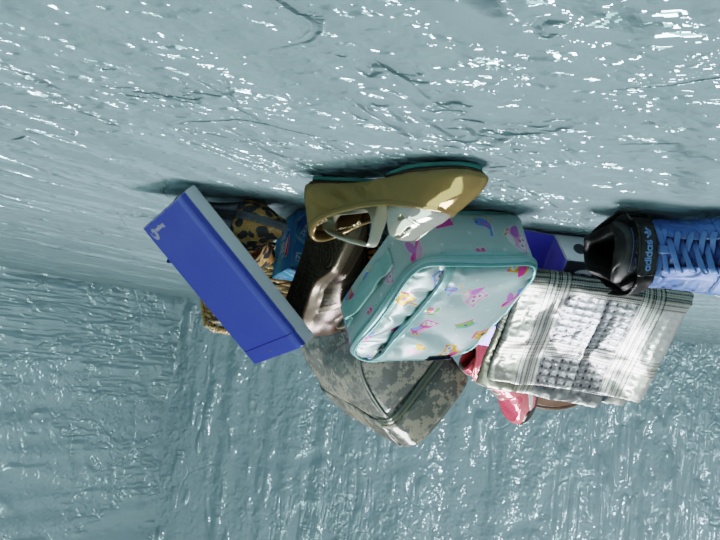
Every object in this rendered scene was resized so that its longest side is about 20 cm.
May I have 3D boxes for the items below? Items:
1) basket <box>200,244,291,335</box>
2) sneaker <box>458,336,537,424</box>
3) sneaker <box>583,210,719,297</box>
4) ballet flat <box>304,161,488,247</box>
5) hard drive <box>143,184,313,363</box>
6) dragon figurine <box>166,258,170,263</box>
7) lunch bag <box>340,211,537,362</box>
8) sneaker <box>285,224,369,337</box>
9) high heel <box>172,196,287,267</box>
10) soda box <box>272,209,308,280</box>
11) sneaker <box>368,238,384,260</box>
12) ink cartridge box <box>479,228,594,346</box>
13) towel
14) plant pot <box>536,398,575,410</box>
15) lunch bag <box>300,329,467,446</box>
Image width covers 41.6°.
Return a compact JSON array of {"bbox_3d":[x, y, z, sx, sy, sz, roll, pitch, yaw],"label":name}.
[{"bbox_3d":[-0.151,0.036,1.494,0.199,0.150,0.143,7,175,-17],"label":"basket"},{"bbox_3d":[0.164,0.120,1.206,0.086,0.201,0.074,-25,-151,-15],"label":"sneaker"},{"bbox_3d":[0.277,-0.012,0.817,0.111,0.077,0.200,-1,-174,-28],"label":"sneaker"},{"bbox_3d":[0.026,-0.050,0.788,0.068,0.063,0.199,10,173,-40],"label":"ballet flat"},{"bbox_3d":[-0.147,0.010,1.033,0.200,0.025,0.132,52,149,-9],"label":"hard drive"},{"bbox_3d":[-0.231,-0.035,1.297,0.099,0.059,0.199,10,173,-37],"label":"dragon figurine"},{"bbox_3d":[0.071,0.024,0.958,0.159,0.077,0.200,-2,147,-27],"label":"lunch bag"},{"bbox_3d":[-0.021,-0.002,1.013,0.075,0.071,0.200,0,142,-28],"label":"sneaker"},{"bbox_3d":[-0.111,-0.031,1.101,0.142,0.072,0.200,11,168,28],"label":"high heel"},{"bbox_3d":[-0.063,-0.025,1.147,0.064,0.068,0.200,7,175,-10],"label":"soda box"},{"bbox_3d":[0.000,0.000,1.145,0.090,0.070,0.200,6,-163,-38],"label":"sneaker"},{"bbox_3d":[0.247,0.046,1.074,0.199,0.044,0.199,7,135,-3],"label":"ink cartridge box"},{"bbox_3d":[0.243,0.084,1.055,0.191,0.035,0.201,8,135,-5],"label":"towel"},{"bbox_3d":[0.274,0.078,1.264,0.199,0.202,0.198,6,168,-1],"label":"plant pot"},{"bbox_3d":[0.016,0.112,1.216,0.168,0.140,0.200,47,166,-29],"label":"lunch bag"}]
